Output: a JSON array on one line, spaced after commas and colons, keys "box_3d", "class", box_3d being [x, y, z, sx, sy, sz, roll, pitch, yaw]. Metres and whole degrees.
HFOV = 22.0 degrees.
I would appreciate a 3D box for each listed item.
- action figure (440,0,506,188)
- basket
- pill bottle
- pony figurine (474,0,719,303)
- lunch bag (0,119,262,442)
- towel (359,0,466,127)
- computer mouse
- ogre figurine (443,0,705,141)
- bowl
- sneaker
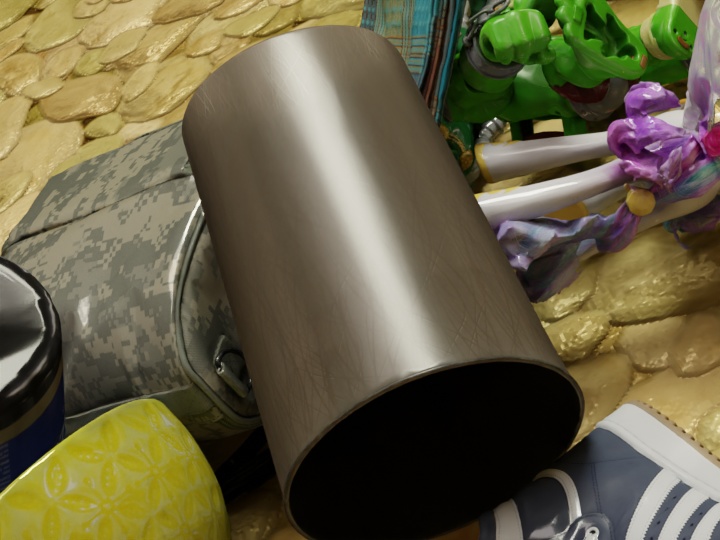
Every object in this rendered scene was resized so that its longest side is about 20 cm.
[{"box_3d": [0.059, -0.114, 1.095, 0.055, 0.118, 0.200, -24, 39, 42], "class": "action figure"}, {"box_3d": [0.000, 0.000, 0.834, 0.136, 0.180, 0.200, -20, 63, -4], "class": "basket"}, {"box_3d": [-0.196, 0.093, 0.885, 0.112, 0.200, 0.112, 4, 46, -4], "class": "pill bottle"}, {"box_3d": [0.155, -0.052, 0.886, 0.200, 0.167, 0.193, -20, 15, 12], "class": "pony figurine"}, {"box_3d": [-0.111, 0.026, 0.981, 0.200, 0.139, 0.168, -16, 32, 38], "class": "lunch bag"}, {"box_3d": [0.015, -0.098, 1.032, 0.200, 0.022, 0.147, -151, 72, -77], "class": "towel"}, {"box_3d": [0.006, 0.066, 0.956, 0.200, 0.034, 0.059, -35, 18, 7], "class": "computer mouse"}, {"box_3d": [0.117, -0.113, 1.007, 0.200, 0.098, 0.120, -33, 6, -42], "class": "ogre figurine"}, {"box_3d": [-0.119, 0.167, 0.823, 0.108, 0.200, 0.200, 40, 68, 11], "class": "bowl"}, {"box_3d": [0.118, 0.127, 0.735, 0.108, 0.070, 0.200, -32, 25, -10], "class": "sneaker"}]
